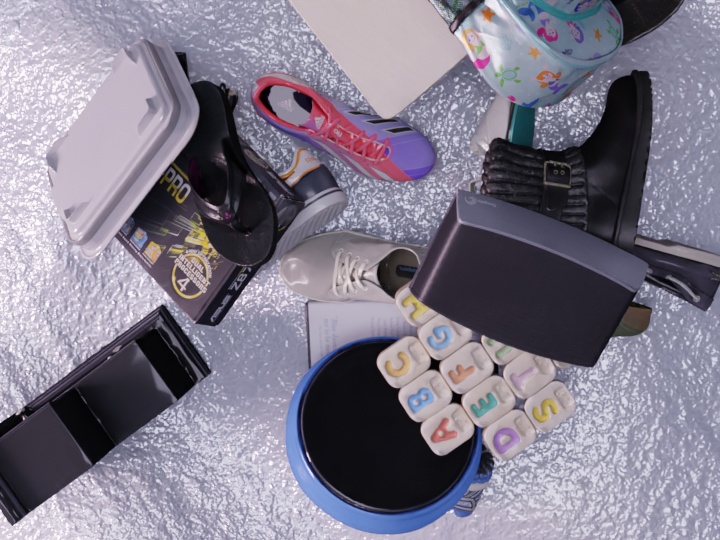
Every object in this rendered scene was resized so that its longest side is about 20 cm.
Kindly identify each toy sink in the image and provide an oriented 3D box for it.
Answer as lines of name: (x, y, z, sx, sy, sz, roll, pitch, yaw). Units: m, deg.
toy sink: (0.021, -0.262, 1.715, 0.130, 0.112, 0.200, -40, 86, 11)

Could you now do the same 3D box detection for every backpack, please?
backpack: (0.150, -0.254, 1.592, 0.150, 0.177, 0.201, -35, 82, 36)

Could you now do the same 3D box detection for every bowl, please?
bowl: (0.025, 0.159, 1.733, 0.198, 0.039, 0.203, 3, 66, -7)

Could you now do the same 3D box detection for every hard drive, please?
hard drive: (0.157, 0.014, 1.644, 0.198, 0.042, 0.136, 21, 122, -9)

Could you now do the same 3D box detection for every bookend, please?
bookend: (-0.273, 0.142, 1.763, 0.198, 0.200, 0.092, -36, 92, 11)

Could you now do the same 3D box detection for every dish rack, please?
dish rack: (-0.247, -0.129, 1.738, 0.043, 0.172, 0.200, 24, 114, -37)

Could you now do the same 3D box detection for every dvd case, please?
dvd case: (0.044, 0.099, 1.806, 0.198, 0.018, 0.144, -2, 96, 8)

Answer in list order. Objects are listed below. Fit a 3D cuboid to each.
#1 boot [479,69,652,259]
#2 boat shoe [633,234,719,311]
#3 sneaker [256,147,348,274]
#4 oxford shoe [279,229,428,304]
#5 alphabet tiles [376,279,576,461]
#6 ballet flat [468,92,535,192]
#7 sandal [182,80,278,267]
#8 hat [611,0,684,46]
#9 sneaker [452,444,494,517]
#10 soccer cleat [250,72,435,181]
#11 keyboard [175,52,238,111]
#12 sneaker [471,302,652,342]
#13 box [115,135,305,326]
boot: (0.199, -0.111, 1.689, 0.156, 0.080, 0.213, 10, 64, 6)
boat shoe: (0.263, -0.007, 1.735, 0.198, 0.073, 0.063, 13, 96, 1)
sneaker: (-0.107, -0.048, 1.778, 0.199, 0.078, 0.080, -35, 78, 18)
oxford shoe: (0.000, 0.000, 1.757, 0.198, 0.058, 0.076, 5, 100, 29)
alphabet tiles: (0.123, 0.080, 1.701, 0.195, 0.015, 0.201, -34, 98, -2)
ballet flat: (0.138, -0.102, 1.748, 0.069, 0.069, 0.202, 0, 98, 8)
sandal: (-0.140, -0.091, 1.675, 0.075, 0.048, 0.202, -32, 68, 21)
hat: (0.234, -0.303, 1.696, 0.199, 0.081, 0.203, -1, 88, 21)
sneaker: (0.033, 0.215, 1.789, 0.198, 0.077, 0.086, 11, 120, 2)
soccer cleat: (-0.020, -0.141, 1.753, 0.199, 0.076, 0.067, 26, 100, 4)
keyboard: (-0.179, -0.125, 1.807, 0.126, 0.021, 0.202, -4, 98, 14)
sneaker: (0.187, 0.063, 1.751, 0.198, 0.067, 0.091, 9, 96, 0)
box: (-0.169, -0.069, 1.745, 0.200, 0.049, 0.162, 46, 105, 26)
